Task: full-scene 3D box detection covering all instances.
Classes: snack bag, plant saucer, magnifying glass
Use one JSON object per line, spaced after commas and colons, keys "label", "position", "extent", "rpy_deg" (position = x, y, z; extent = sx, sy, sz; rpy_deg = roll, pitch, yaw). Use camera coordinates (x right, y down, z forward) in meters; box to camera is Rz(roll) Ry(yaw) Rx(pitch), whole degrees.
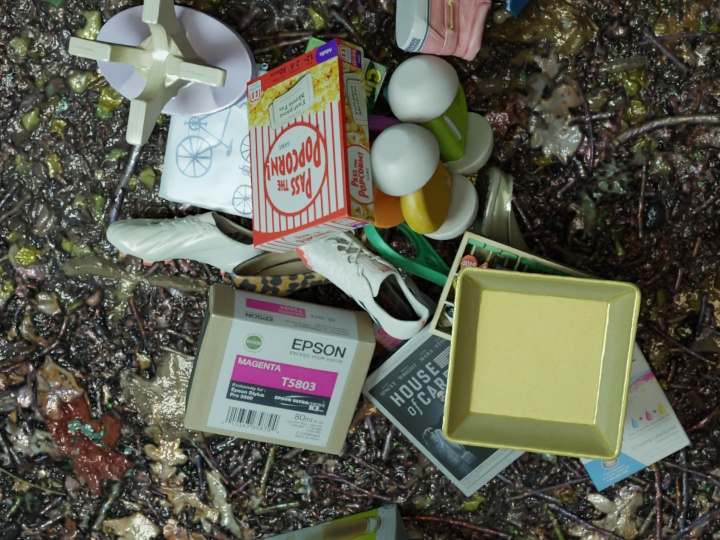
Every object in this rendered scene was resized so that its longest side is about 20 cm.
{"label": "snack bag", "position": [-0.141, -0.159, 1.298], "extent": [0.198, 0.021, 0.190], "rpy_deg": [14, 103, 10]}
{"label": "plant saucer", "position": [0.198, 0.099, 1.187], "extent": [0.198, 0.048, 0.202], "rpy_deg": [6, 100, 6]}
{"label": "magnifying glass", "position": [0.086, -0.002, 1.265], "extent": [0.199, 0.080, 0.022], "rpy_deg": [36, 123, -8]}

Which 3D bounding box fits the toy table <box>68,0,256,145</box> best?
{"label": "toy table", "position": [-0.231, -0.241, 1.233], "extent": [0.198, 0.117, 0.186], "rpy_deg": [2, 101, 11]}

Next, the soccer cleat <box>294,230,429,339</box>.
{"label": "soccer cleat", "position": [0.000, 0.000, 1.224], "extent": [0.200, 0.085, 0.069], "rpy_deg": [45, 70, -3]}

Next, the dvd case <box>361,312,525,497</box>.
{"label": "dvd case", "position": [0.116, 0.160, 1.289], "extent": [0.200, 0.025, 0.150], "rpy_deg": [44, 110, -8]}

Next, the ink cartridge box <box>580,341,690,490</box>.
{"label": "ink cartridge box", "position": [0.289, 0.135, 1.304], "extent": [0.128, 0.125, 0.201], "rpy_deg": [-30, 100, 9]}

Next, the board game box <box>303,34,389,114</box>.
{"label": "board game box", "position": [-0.047, -0.173, 1.302], "extent": [0.104, 0.023, 0.201], "rpy_deg": [22, 104, 0]}

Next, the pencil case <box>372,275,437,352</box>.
{"label": "pencil case", "position": [0.100, 0.097, 1.326], "extent": [0.200, 0.083, 0.091], "rpy_deg": [42, 130, -8]}

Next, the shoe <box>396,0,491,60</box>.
{"label": "shoe", "position": [0.092, -0.331, 1.185], "extent": [0.090, 0.071, 0.202], "rpy_deg": [7, 76, -20]}

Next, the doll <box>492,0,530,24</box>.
{"label": "doll", "position": [0.146, -0.355, 1.234], "extent": [0.198, 0.048, 0.138], "rpy_deg": [-2, 101, 4]}

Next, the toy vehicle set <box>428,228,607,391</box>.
{"label": "toy vehicle set", "position": [0.191, 0.045, 1.217], "extent": [0.198, 0.027, 0.125], "rpy_deg": [20, 101, 3]}

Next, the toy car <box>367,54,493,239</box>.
{"label": "toy car", "position": [0.055, -0.138, 1.230], "extent": [0.149, 0.175, 0.202], "rpy_deg": [3, 67, 32]}

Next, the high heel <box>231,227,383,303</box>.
{"label": "high heel", "position": [-0.058, -0.030, 1.277], "extent": [0.200, 0.142, 0.072], "rpy_deg": [-49, 52, 17]}

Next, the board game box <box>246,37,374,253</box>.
{"label": "board game box", "position": [-0.058, -0.134, 1.182], "extent": [0.151, 0.046, 0.202], "rpy_deg": [-17, 72, 41]}

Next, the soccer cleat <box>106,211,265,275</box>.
{"label": "soccer cleat", "position": [-0.211, -0.044, 1.316], "extent": [0.198, 0.070, 0.078], "rpy_deg": [12, 123, -7]}

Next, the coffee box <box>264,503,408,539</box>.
{"label": "coffee box", "position": [-0.020, 0.452, 1.359], "extent": [0.196, 0.200, 0.202], "rpy_deg": [-16, 103, 7]}

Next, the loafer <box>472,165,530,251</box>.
{"label": "loafer", "position": [0.174, -0.032, 1.301], "extent": [0.068, 0.076, 0.202], "rpy_deg": [-3, 116, -5]}

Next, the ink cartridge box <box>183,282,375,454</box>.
{"label": "ink cartridge box", "position": [-0.097, 0.119, 1.267], "extent": [0.198, 0.075, 0.166], "rpy_deg": [11, 116, -11]}
